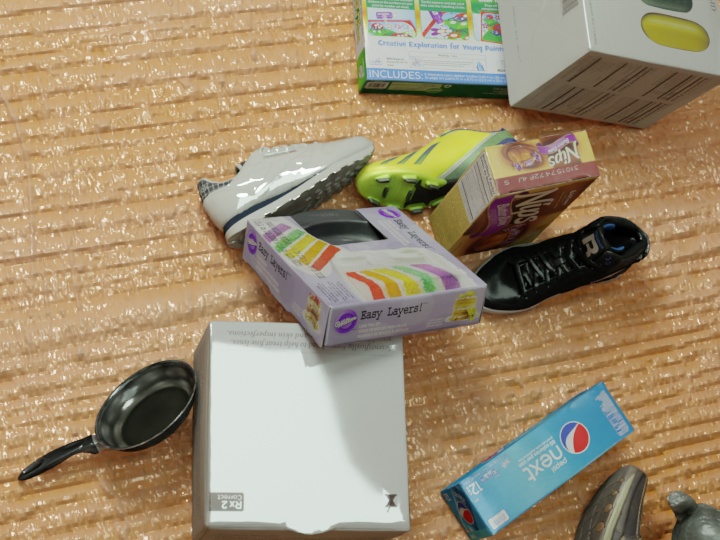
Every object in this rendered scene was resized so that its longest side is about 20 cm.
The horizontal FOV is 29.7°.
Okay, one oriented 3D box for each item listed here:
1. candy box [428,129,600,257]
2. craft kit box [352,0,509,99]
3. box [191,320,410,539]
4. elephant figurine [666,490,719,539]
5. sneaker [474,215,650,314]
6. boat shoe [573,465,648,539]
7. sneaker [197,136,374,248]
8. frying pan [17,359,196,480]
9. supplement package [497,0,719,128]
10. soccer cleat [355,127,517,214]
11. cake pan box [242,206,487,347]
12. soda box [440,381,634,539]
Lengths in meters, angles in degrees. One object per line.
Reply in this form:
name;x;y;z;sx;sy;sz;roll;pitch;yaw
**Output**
candy box;0.157;-0.077;1.424;0.116;0.200;0.057;-11;76;-18
craft kit box;0.089;-0.298;1.563;0.198;0.049;0.200;1;75;-14
box;-0.062;0.163;1.330;0.197;0.131;0.202;3;72;-14
elephant figurine;0.360;0.353;1.388;0.154;0.141;0.201;21;83;24
sneaker;0.218;-0.016;1.468;0.198;0.112;0.074;-16;76;-18
boat shoe;0.260;0.302;1.405;0.073;0.074;0.201;26;77;-9
sneaker;-0.075;-0.104;1.446;0.199;0.077;0.081;-28;72;-22
frying pan;-0.232;0.159;1.312;0.190;0.115;0.031;-45;126;-19
supplement package;0.280;-0.267;1.519;0.198;0.150;0.153;5;70;-29
soccer cleat;0.085;-0.116;1.500;0.198;0.065;0.084;-9;56;-15
cake pan box;0.000;0.000;1.366;0.183;0.053;0.200;-4;29;-29
soda box;0.185;0.199;1.415;0.199;0.068;0.064;-31;83;-21
